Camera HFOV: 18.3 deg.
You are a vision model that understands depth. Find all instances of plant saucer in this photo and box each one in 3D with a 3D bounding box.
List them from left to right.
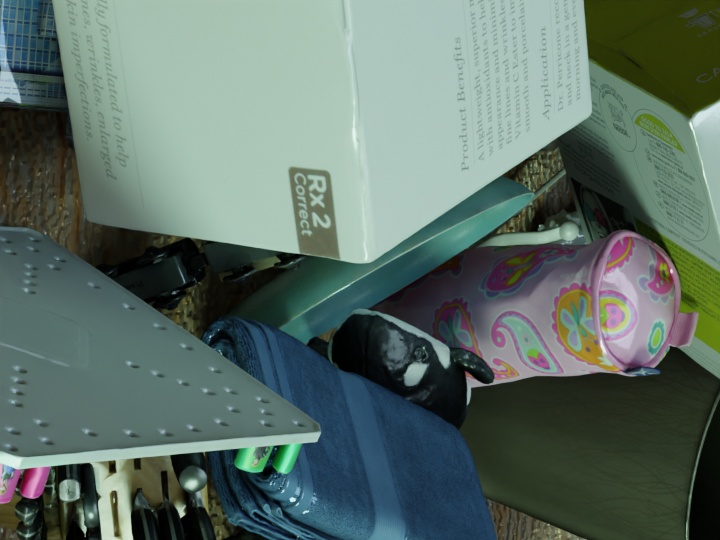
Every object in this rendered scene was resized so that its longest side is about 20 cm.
[{"bbox_3d":[0.000,0.000,1.184,0.200,0.200,0.028,-25,82,-51],"label":"plant saucer"}]

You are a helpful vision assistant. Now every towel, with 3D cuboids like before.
[{"bbox_3d":[-0.008,0.099,1.109,0.200,0.048,0.112,30,38,-48],"label":"towel"}]

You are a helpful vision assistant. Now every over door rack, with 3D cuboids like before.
[{"bbox_3d":[0.108,-0.099,1.399,0.200,0.066,0.148,-48,135,-39],"label":"over door rack"}]

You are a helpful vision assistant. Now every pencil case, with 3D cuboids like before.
[{"bbox_3d":[0.095,0.026,1.290,0.087,0.199,0.088,6,81,-43],"label":"pencil case"}]

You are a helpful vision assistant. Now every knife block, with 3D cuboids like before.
[{"bbox_3d":[-0.097,0.086,1.046,0.200,0.175,0.064,-23,117,-52],"label":"knife block"}]

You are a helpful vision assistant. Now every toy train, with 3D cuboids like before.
[{"bbox_3d":[-0.043,-0.017,1.099,0.046,0.199,0.034,-44,114,-72],"label":"toy train"}]

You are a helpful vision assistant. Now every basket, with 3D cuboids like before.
[{"bbox_3d":[0.154,0.096,1.391,0.181,0.199,0.136,-59,140,-28],"label":"basket"}]

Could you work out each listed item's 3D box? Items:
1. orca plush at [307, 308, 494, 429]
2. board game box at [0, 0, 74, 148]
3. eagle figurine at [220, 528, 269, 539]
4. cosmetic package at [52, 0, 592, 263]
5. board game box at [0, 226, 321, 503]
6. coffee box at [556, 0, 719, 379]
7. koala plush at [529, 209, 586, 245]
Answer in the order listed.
[{"bbox_3d":[0.014,0.083,1.253,0.200,0.105,0.072,105,-2,-75],"label":"orca plush"},{"bbox_3d":[-0.113,-0.126,1.075,0.200,0.061,0.201,-2,98,-55],"label":"board game box"},{"bbox_3d":[-0.026,0.158,1.216,0.199,0.150,0.153,-16,100,-42],"label":"eagle figurine"},{"bbox_3d":[-0.016,-0.121,1.019,0.200,0.164,0.166,-32,122,-48],"label":"cosmetic package"},{"bbox_3d":[-0.147,0.035,0.950,0.199,0.200,0.026,1,116,-55],"label":"board game box"},{"bbox_3d":[0.244,-0.076,1.290,0.199,0.200,0.199,-26,118,-12],"label":"coffee box"},{"bbox_3d":[0.209,-0.019,1.515,0.200,0.184,0.178,-48,131,-9],"label":"koala plush"}]
